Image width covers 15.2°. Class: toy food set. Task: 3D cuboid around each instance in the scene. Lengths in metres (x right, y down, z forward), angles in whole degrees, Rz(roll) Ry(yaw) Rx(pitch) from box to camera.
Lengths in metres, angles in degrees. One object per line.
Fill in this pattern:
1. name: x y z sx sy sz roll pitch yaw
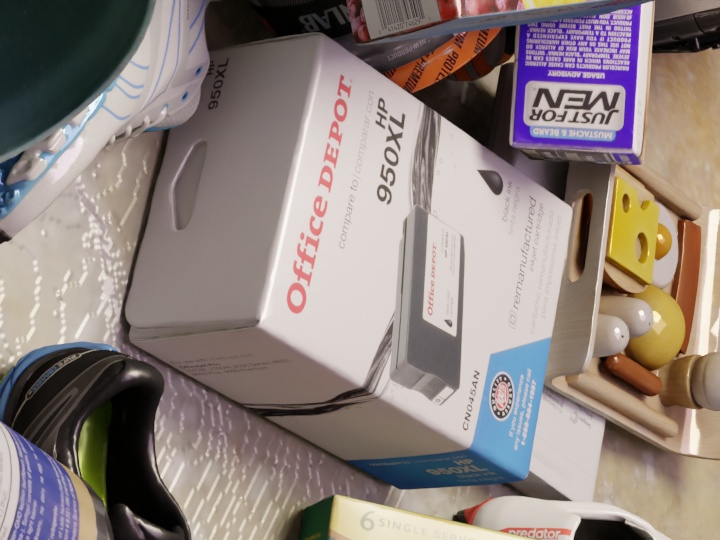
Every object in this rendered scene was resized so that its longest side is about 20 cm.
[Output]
1. toy food set: 0.163 0.009 1.408 0.200 0.060 0.144 30 64 -55

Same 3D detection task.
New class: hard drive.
1. hard drive: 0.096 0.011 1.385 0.132 0.027 0.200 37 58 -49

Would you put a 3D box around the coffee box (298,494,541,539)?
1. coffee box: 0.021 0.210 1.223 0.123 0.044 0.200 15 70 -16

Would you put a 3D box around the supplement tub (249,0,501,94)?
1. supplement tub: -0.017 -0.181 1.211 0.200 0.123 0.123 55 47 -29

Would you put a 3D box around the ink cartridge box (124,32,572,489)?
1. ink cartridge box: 0.000 0.000 1.234 0.200 0.084 0.145 31 62 -43

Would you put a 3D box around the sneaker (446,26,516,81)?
1. sneaker: 0.047 -0.203 1.340 0.112 0.078 0.200 -45 130 -48

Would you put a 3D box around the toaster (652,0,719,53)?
1. toaster: 0.193 -0.178 1.423 0.200 0.181 0.119 -16 94 -51

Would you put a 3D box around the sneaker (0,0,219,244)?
1. sneaker: -0.104 -0.078 1.134 0.087 0.075 0.200 56 46 -37

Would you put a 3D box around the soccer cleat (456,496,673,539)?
1. soccer cleat: 0.130 0.154 1.368 0.200 0.085 0.069 23 67 -46

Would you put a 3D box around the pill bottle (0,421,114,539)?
1. pill bottle: -0.192 0.079 0.971 0.200 0.112 0.112 40 56 -39

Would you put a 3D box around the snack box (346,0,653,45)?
1. snack box: 0.055 -0.205 1.145 0.169 0.068 0.200 -14 91 -46

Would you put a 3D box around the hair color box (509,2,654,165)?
1. hair color box: 0.110 -0.153 1.281 0.109 0.065 0.200 2 93 -82

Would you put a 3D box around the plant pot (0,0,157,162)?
1. plant pot: -0.187 -0.130 0.966 0.200 0.200 0.134 12 49 -49

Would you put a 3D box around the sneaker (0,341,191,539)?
1. sneaker: -0.113 0.126 1.082 0.071 0.083 0.200 15 74 -48
